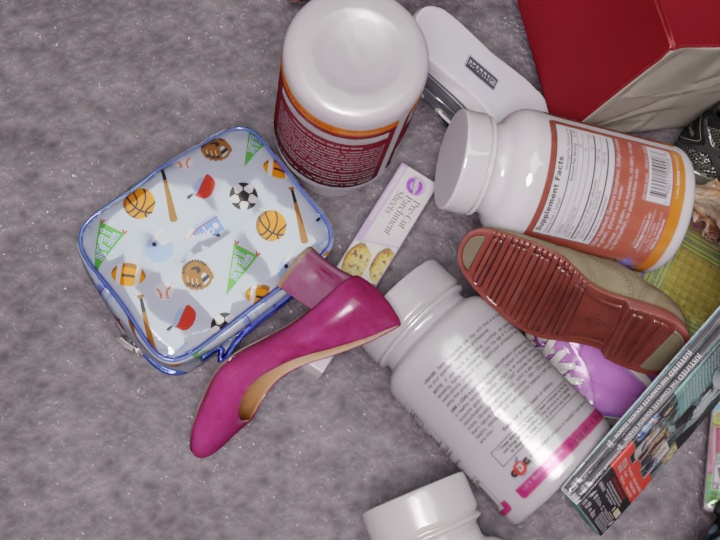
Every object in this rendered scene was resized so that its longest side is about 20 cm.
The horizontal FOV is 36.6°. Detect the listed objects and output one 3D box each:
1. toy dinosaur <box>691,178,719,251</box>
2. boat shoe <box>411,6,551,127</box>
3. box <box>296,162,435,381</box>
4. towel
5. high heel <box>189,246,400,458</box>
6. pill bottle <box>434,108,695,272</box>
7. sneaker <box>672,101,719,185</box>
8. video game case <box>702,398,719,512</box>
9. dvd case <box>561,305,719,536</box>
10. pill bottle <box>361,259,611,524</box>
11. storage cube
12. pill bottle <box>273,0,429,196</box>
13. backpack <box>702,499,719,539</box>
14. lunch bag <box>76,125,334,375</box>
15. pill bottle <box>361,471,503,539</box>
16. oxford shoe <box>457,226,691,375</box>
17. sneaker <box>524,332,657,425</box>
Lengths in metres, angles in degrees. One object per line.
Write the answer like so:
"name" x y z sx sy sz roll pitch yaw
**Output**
"toy dinosaur" 0.346 -0.003 0.922 0.085 0.136 0.201 -27 96 11
"boat shoe" 0.103 -0.151 0.988 0.199 0.068 0.072 39 63 -19
"box" 0.000 0.000 0.942 0.041 0.039 0.201 32 72 1
"towel" 0.262 -0.021 0.996 0.199 0.023 0.145 29 73 1
"high heel" -0.057 0.087 0.861 0.096 0.067 0.201 36 105 13
"pill bottle" 0.168 -0.071 0.917 0.198 0.112 0.114 12 72 -11
"sneaker" 0.386 -0.091 0.981 0.198 0.115 0.077 28 43 -3
"video game case" 0.399 0.127 0.922 0.198 0.022 0.184 7 75 13
"dvd case" 0.242 0.120 0.870 0.200 0.146 0.022 -47 61 -3
"pill bottle" 0.096 0.094 0.886 0.113 0.114 0.200 -40 77 -17
"storage cube" 0.259 -0.237 0.958 0.169 0.200 0.182 -8 76 -25
"pill bottle" -0.015 -0.134 0.893 0.112 0.200 0.114 2 73 -7
"backpack" 0.309 0.314 0.831 0.182 0.147 0.201 37 88 1
"lunch bag" -0.128 -0.012 0.909 0.199 0.076 0.161 -37 85 -17
"pill bottle" 0.077 0.265 0.838 0.113 0.114 0.202 -19 78 -13
"oxford shoe" 0.171 0.016 0.883 0.199 0.071 0.075 28 31 -2
"sneaker" 0.168 0.062 0.934 0.199 0.073 0.115 30 75 1
